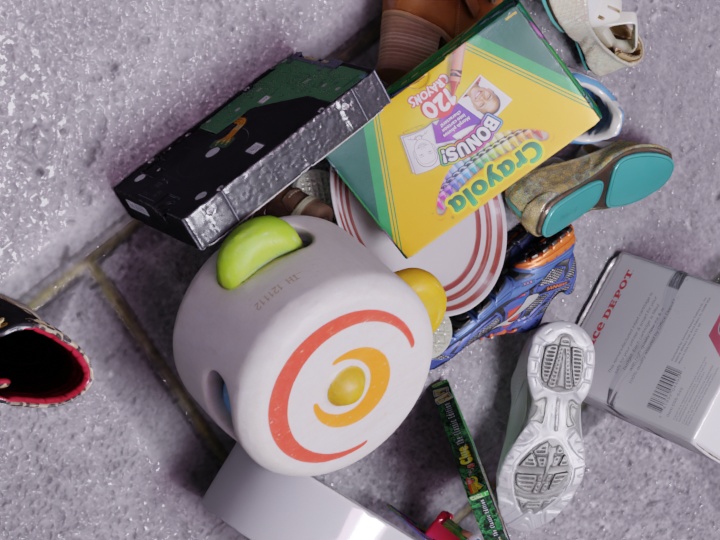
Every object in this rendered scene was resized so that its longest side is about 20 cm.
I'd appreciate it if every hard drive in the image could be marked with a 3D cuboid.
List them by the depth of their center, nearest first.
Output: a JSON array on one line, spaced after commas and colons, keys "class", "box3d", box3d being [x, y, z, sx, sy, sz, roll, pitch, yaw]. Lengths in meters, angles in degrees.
[{"class": "hard drive", "box3d": [-0.087, -0.099, 1.468, 0.200, 0.140, 0.038, -40, 119, -17]}]

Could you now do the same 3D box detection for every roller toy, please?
[{"class": "roller toy", "box3d": [-0.040, 0.063, 1.447, 0.200, 0.140, 0.183, 12, 110, -42]}]

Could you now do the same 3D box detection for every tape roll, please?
[{"class": "tape roll", "box3d": [-0.032, 0.218, 1.542, 0.202, 0.202, 0.071, 36, 82, -32]}]

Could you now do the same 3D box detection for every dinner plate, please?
[{"class": "dinner plate", "box3d": [0.048, -0.055, 1.591, 0.200, 0.024, 0.201, 15, 65, -34]}]

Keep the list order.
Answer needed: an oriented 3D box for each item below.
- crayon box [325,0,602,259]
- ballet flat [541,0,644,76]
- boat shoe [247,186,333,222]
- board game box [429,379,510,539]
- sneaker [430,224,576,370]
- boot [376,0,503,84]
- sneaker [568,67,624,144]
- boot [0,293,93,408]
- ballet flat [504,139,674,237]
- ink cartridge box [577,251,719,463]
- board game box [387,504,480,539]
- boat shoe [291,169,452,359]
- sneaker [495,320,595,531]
[{"class": "crayon box", "box3d": [0.082, -0.117, 1.500, 0.200, 0.058, 0.119, -36, 103, 12]}, {"class": "ballet flat", "box3d": [0.208, -0.229, 1.610, 0.200, 0.062, 0.068, 34, 54, -66]}, {"class": "boat shoe", "box3d": [-0.097, 0.017, 1.541, 0.203, 0.075, 0.075, -62, 166, 12]}, {"class": "board game box", "box3d": [0.102, 0.187, 1.622, 0.023, 0.200, 0.105, -24, 115, 3]}, {"class": "sneaker", "box3d": [0.128, 0.034, 1.670, 0.200, 0.075, 0.079, -35, 120, -18]}, {"class": "boot", "box3d": [0.117, -0.214, 1.569, 0.199, 0.074, 0.155, 18, 75, -17]}, {"class": "sneaker", "box3d": [0.149, -0.157, 1.635, 0.199, 0.072, 0.072, 8, 99, -29]}, {"class": "boot", "box3d": [-0.304, 0.045, 1.367, 0.200, 0.150, 0.073, 22, 90, -33]}, {"class": "ballet flat", "box3d": [0.209, -0.087, 1.689, 0.200, 0.071, 0.071, -23, 113, -39]}, {"class": "ink cartridge box", "box3d": [0.294, 0.081, 1.704, 0.085, 0.200, 0.146, 32, 85, -38]}, {"class": "board game box", "box3d": [0.113, 0.258, 1.663, 0.200, 0.158, 0.039, 40, 87, -31]}, {"class": "boat shoe", "box3d": [0.000, 0.000, 1.591, 0.200, 0.062, 0.075, 51, 57, -15]}, {"class": "sneaker", "box3d": [0.169, 0.142, 1.704, 0.078, 0.099, 0.201, 14, 94, -6]}]
